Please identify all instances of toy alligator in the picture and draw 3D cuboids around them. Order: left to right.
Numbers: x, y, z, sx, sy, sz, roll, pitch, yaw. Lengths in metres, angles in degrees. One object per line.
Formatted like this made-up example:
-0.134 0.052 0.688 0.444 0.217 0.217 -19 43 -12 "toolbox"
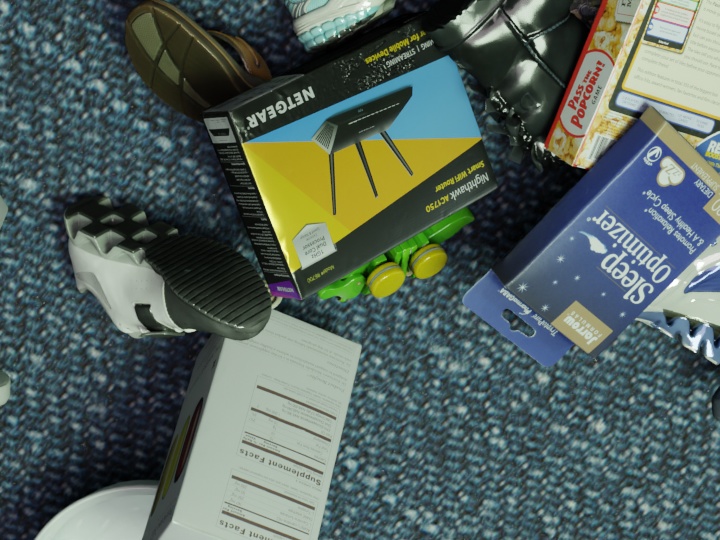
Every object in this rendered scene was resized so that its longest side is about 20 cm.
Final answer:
0.000 0.000 1.334 0.199 0.059 0.054 -23 149 -21 "toy alligator"

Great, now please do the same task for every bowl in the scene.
-0.175 0.249 1.393 0.200 0.090 0.202 -1 108 -4 "bowl"

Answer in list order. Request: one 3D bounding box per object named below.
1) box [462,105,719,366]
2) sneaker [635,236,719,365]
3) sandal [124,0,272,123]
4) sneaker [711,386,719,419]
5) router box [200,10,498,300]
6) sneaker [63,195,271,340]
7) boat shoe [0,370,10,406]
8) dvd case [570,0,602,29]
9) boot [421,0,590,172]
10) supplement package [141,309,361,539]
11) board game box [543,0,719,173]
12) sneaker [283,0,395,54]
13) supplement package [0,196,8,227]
0.182 -0.013 1.268 0.200 0.032 0.121 -45 128 11 "box"
0.250 -0.010 1.364 0.199 0.081 0.116 24 100 -19 "sneaker"
-0.094 -0.144 1.291 0.199 0.055 0.082 32 144 -26 "sandal"
0.353 0.058 1.371 0.199 0.070 0.083 -22 107 -31 "sneaker"
-0.004 -0.089 1.274 0.199 0.051 0.150 -30 108 -28 "router box"
-0.145 0.019 1.299 0.074 0.199 0.089 -26 132 -41 "sneaker"
-0.372 0.107 1.345 0.199 0.071 0.064 0 107 3 "boat shoe"
0.156 -0.250 1.304 0.199 0.022 0.147 -10 108 -3 "dvd case"
0.157 -0.182 1.276 0.198 0.073 0.162 -43 117 4 "boot"
-0.085 0.143 1.298 0.109 0.201 0.114 22 143 -11 "supplement package"
0.241 -0.159 1.262 0.151 0.046 0.201 13 107 -31 "board game box"
0.022 -0.244 1.256 0.199 0.078 0.087 -31 91 15 "sneaker"
-0.381 -0.032 1.271 0.199 0.117 0.117 -27 107 4 "supplement package"
